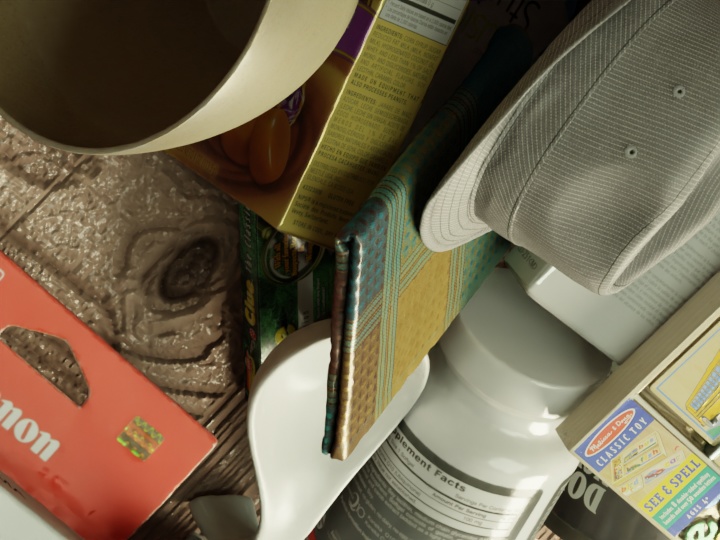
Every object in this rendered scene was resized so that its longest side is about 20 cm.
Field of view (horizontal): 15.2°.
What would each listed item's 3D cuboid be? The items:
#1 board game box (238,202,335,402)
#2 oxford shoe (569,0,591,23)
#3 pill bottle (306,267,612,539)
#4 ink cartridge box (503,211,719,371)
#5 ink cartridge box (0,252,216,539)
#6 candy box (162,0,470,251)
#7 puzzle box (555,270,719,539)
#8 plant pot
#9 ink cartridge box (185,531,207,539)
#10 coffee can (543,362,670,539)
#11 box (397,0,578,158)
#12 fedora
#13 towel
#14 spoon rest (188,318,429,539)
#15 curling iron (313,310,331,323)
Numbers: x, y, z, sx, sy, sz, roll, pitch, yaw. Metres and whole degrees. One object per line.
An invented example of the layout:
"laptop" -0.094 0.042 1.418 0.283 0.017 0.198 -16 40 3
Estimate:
"board game box" -0.016 -0.022 1.441 0.104 0.023 0.201 -19 128 -27
"oxford shoe" 0.124 -0.088 1.402 0.072 0.071 0.201 -20 130 -28
"pill bottle" 0.056 0.103 1.488 0.115 0.116 0.200 0 132 -35
"ink cartridge box" 0.203 -0.009 1.418 0.200 0.044 0.174 37 101 -29
"ink cartridge box" -0.191 0.096 1.326 0.174 0.044 0.200 -47 112 2
"candy box" -0.013 -0.124 1.294 0.056 0.117 0.201 19 100 -42
"puzzle box" 0.216 0.056 1.418 0.200 0.025 0.133 -45 119 9
"plant pot" -0.073 -0.148 1.212 0.134 0.200 0.201 3 119 -55
"ink cartridge box" -0.105 0.193 1.418 0.100 0.039 0.200 -58 178 -1
"coffee can" 0.194 0.063 1.563 0.146 0.146 0.201 6 115 -38
"box" 0.062 -0.108 1.406 0.144 0.036 0.200 28 96 -50
"fedora" 0.128 -0.059 1.280 0.200 0.090 0.177 -48 165 -5
"towel" 0.032 -0.017 1.329 0.200 0.022 0.147 -50 153 -46
"spoon rest" -0.031 0.093 1.433 0.099 0.061 0.200 0 143 -29
"curling iron" 0.000 0.000 1.391 0.049 0.026 0.200 -18 149 -20
